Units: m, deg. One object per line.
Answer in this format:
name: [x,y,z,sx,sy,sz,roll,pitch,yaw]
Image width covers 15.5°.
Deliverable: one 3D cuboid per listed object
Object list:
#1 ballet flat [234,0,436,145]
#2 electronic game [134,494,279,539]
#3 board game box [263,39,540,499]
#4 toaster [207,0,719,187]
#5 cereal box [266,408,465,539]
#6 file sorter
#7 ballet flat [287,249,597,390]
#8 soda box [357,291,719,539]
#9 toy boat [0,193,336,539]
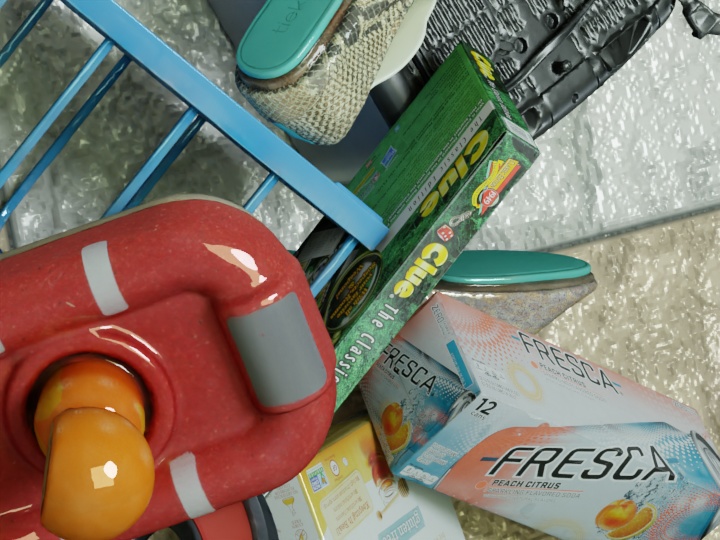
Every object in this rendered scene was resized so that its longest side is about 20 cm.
ballet flat: [0.015,-0.143,1.144,0.075,0.068,0.201,41,73,-46]
electronic game: [-0.118,0.155,1.108,0.042,0.200,0.200,45,66,-42]
board game box: [0.000,0.000,1.152,0.023,0.105,0.200,32,108,-21]
toaster: [0.040,-0.142,1.255,0.181,0.119,0.200,-39,106,-25]
cereal box: [0.019,0.170,1.225,0.144,0.039,0.201,-27,97,-66]
file sorter: [-0.115,-0.046,1.143,0.200,0.139,0.123,39,90,-23]
ballet flat: [0.022,0.024,1.278,0.199,0.068,0.068,1,104,-24]
soda box: [0.092,0.081,1.272,0.200,0.064,0.069,23,32,-40]
toy boat: [-0.108,0.062,1.037,0.199,0.131,0.131,-20,113,5]
